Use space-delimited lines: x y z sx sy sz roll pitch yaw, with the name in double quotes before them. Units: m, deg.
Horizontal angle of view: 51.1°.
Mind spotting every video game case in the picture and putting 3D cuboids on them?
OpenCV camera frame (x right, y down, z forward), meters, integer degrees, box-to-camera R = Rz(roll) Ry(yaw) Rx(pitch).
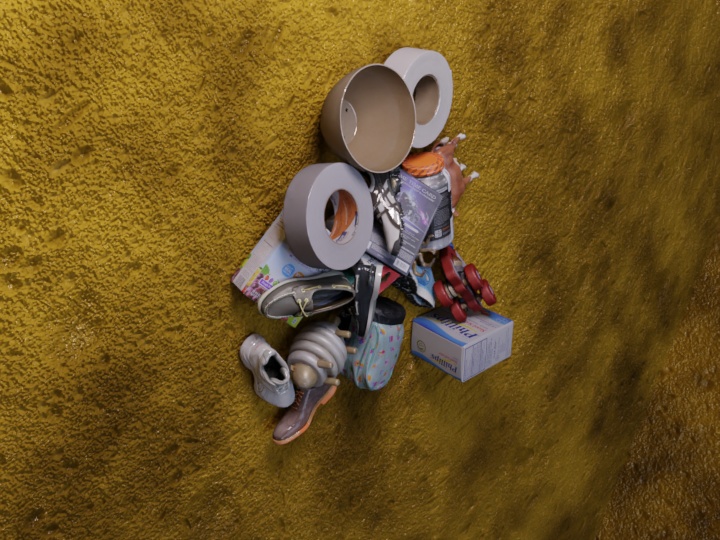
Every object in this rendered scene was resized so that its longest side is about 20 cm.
"video game case" 0.077 -0.109 1.592 0.141 0.019 0.203 30 71 -12

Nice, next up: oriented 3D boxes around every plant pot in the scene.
"plant pot" -0.005 -0.296 1.486 0.198 0.133 0.205 -7 101 -40

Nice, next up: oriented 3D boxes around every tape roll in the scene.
"tape roll" 0.115 -0.370 1.614 0.201 0.070 0.206 -25 124 -43
"tape roll" -0.059 -0.104 1.450 0.198 0.065 0.205 -8 100 -51

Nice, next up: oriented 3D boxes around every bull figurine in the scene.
"bull figurine" 0.219 -0.227 1.798 0.122 0.064 0.202 -48 136 -24

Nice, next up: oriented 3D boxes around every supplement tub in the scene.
"supplement tub" 0.149 -0.157 1.716 0.121 0.122 0.203 -28 126 -32

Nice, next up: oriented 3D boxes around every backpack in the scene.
"backpack" 0.021 0.169 1.729 0.165 0.126 0.204 6 106 -49

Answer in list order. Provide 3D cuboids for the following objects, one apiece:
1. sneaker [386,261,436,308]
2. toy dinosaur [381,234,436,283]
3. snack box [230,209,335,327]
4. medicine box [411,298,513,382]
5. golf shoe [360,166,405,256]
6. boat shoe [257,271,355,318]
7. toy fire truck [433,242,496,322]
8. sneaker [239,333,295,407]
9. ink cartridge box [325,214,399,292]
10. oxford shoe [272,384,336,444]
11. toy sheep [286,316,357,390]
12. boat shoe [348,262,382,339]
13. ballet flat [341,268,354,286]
"sneaker" 0.127 0.009 1.819 0.200 0.077 0.091 49 53 -47
"toy dinosaur" 0.114 -0.033 1.706 0.058 0.100 0.202 -32 151 -59
"snack box" -0.137 -0.010 1.521 0.201 0.067 0.168 -54 136 -2
"medicine box" 0.258 0.172 1.920 0.198 0.181 0.105 -19 121 -38
"golf shoe" 0.043 -0.126 1.544 0.092 0.078 0.204 -4 77 -5
"boat shoe" -0.104 0.055 1.490 0.198 0.060 0.073 -16 128 -26
"toy fire truck" 0.244 0.015 1.869 0.111 0.170 0.200 -29 138 16
"sneaker" -0.180 0.228 1.574 0.078 0.099 0.202 -44 133 -21
"ink cartridge box" 0.025 -0.054 1.621 0.116 0.067 0.202 -38 103 -26
"oxford shoe" -0.135 0.295 1.674 0.201 0.070 0.074 -50 133 -31
"toy sheep" -0.086 0.176 1.620 0.201 0.135 0.140 -54 140 -43
"boat shoe" 0.005 0.062 1.579 0.076 0.059 0.203 -77 177 -52
"ballet flat" 0.000 0.000 1.681 0.200 0.067 0.063 -45 143 -21
